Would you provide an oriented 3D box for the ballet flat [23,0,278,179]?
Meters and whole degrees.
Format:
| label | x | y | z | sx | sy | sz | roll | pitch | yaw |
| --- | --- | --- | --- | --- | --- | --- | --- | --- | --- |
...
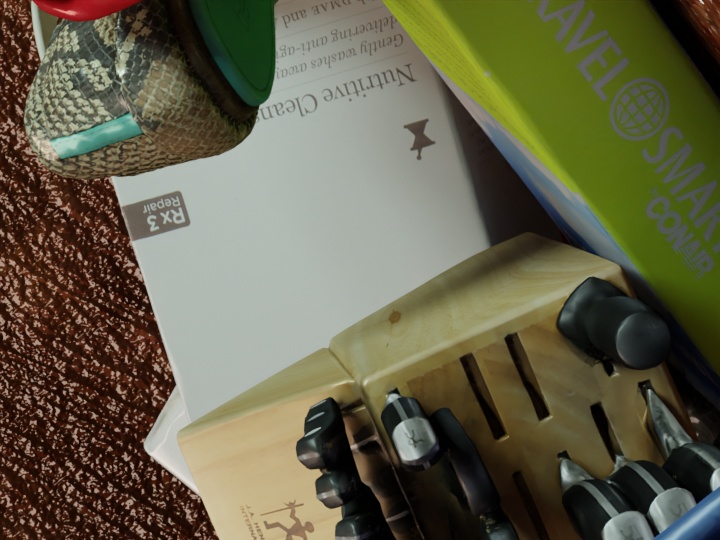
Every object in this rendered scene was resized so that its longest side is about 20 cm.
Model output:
| label | x | y | z | sx | sy | sz | roll | pitch | yaw |
| --- | --- | --- | --- | --- | --- | --- | --- | --- | --- |
| ballet flat | -0.049 | -0.087 | 0.783 | 0.068 | 0.075 | 0.200 | 58 | -154 | -25 |

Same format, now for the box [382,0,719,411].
| label | x | y | z | sx | sy | sz | roll | pitch | yaw |
| --- | --- | --- | --- | --- | --- | --- | --- | --- | --- |
| box | 0.048 | -0.053 | 0.750 | 0.200 | 0.048 | 0.122 | 50 | -179 | -34 |

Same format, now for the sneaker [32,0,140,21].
| label | x | y | z | sx | sy | sz | roll | pitch | yaw |
| --- | --- | --- | --- | --- | --- | --- | --- | --- | --- |
| sneaker | -0.062 | -0.132 | 0.693 | 0.078 | 0.115 | 0.200 | 50 | 180 | -32 |

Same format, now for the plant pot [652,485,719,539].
| label | x | y | z | sx | sy | sz | roll | pitch | yaw |
| --- | --- | --- | --- | --- | --- | --- | --- | --- | --- |
| plant pot | 0.110 | 0.131 | 0.552 | 0.200 | 0.200 | 0.180 | 50 | -174 | -8 |

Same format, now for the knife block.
| label | x | y | z | sx | sy | sz | roll | pitch | yaw |
| --- | --- | --- | --- | --- | --- | --- | --- | --- | --- |
| knife block | 0.052 | 0.033 | 0.728 | 0.200 | 0.175 | 0.064 | -29 | -82 | -48 |

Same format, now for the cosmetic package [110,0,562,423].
| label | x | y | z | sx | sy | sz | roll | pitch | yaw |
| --- | --- | --- | --- | --- | --- | --- | --- | --- | --- |
| cosmetic package | 0.000 | 0.000 | 0.900 | 0.081 | 0.113 | 0.201 | -29 | -79 | -70 |

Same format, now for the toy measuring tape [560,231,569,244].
| label | x | y | z | sx | sy | sz | roll | pitch | yaw |
| --- | --- | --- | --- | --- | --- | --- | --- | --- | --- |
| toy measuring tape | 0.051 | -0.027 | 1.008 | 0.200 | 0.074 | 0.074 | 48 | 179 | 18 |

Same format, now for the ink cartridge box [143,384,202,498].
| label | x | y | z | sx | sy | sz | roll | pitch | yaw |
| --- | --- | --- | --- | --- | --- | --- | --- | --- | --- |
| ink cartridge box | 0.035 | 0.043 | 1.052 | 0.146 | 0.084 | 0.200 | 38 | -151 | 7 |

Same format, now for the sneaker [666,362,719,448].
| label | x | y | z | sx | sy | sz | roll | pitch | yaw |
| --- | --- | --- | --- | --- | --- | --- | --- | --- | --- |
| sneaker | 0.132 | 0.055 | 0.835 | 0.078 | 0.075 | 0.200 | 39 | -165 | -40 |
